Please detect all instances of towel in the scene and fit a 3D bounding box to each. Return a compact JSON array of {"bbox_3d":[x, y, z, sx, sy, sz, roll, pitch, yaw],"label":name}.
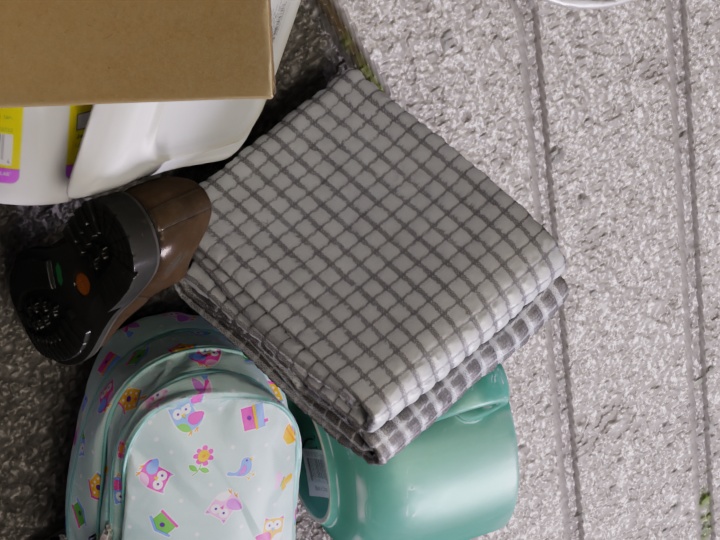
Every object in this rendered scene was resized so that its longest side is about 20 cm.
[{"bbox_3d":[0.000,0.000,1.610,0.165,0.200,0.086,-40,150,-18],"label":"towel"}]

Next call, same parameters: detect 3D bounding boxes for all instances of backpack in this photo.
[{"bbox_3d":[-0.103,0.128,1.675,0.166,0.127,0.201,-6,116,-24],"label":"backpack"}]

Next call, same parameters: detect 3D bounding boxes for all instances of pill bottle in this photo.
[{"bbox_3d":[-0.179,-0.144,1.490,0.104,0.104,0.201,-8,120,-27],"label":"pill bottle"}]

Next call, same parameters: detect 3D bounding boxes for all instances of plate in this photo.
[{"bbox_3d":[-0.079,-0.138,1.527,0.200,0.032,0.201,-23,134,-66],"label":"plate"}]

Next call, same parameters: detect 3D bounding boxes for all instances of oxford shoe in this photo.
[{"bbox_3d":[-0.138,0.001,1.562,0.084,0.200,0.073,-26,88,-33],"label":"oxford shoe"}]

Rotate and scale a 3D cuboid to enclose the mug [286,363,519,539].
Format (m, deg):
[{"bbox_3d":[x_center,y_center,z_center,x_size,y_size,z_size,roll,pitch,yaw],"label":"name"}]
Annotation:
[{"bbox_3d":[0.018,0.091,1.704,0.114,0.152,0.186,-13,136,-18],"label":"mug"}]

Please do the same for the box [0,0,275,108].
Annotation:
[{"bbox_3d":[-0.146,-0.166,1.410,0.198,0.021,0.165,-2,100,1],"label":"box"}]

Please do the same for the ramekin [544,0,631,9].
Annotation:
[{"bbox_3d":[0.132,-0.263,1.616,0.201,0.094,0.204,-15,123,-24],"label":"ramekin"}]
